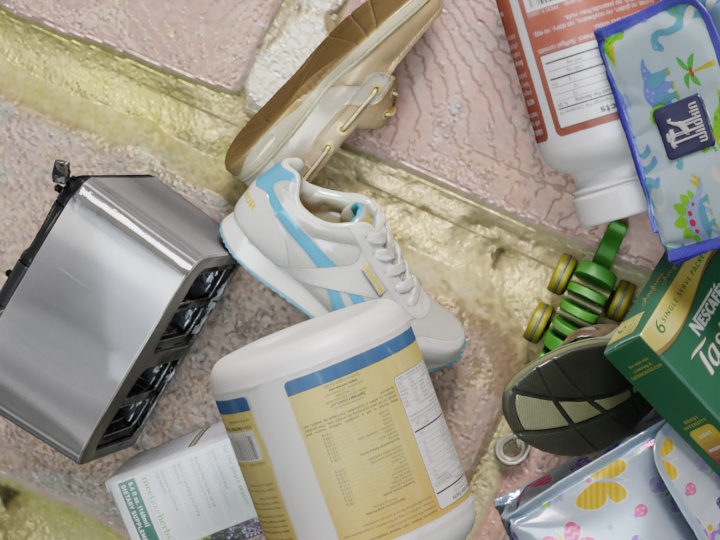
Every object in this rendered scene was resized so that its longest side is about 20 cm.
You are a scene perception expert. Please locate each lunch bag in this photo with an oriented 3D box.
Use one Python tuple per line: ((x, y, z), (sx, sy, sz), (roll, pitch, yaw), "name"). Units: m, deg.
((0.218, 0.190, 1.649), (0.199, 0.127, 0.170), (-28, 91, -2), "lunch bag")
((0.267, -0.112, 1.529), (0.199, 0.127, 0.171), (-18, 87, 23), "lunch bag")

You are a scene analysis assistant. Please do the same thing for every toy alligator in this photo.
((0.145, 0.056, 1.682), (0.059, 0.054, 0.201), (26, 98, 6), "toy alligator")

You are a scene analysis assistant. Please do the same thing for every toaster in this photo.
((-0.183, 0.027, 1.657), (0.118, 0.200, 0.181), (32, 98, 9), "toaster")

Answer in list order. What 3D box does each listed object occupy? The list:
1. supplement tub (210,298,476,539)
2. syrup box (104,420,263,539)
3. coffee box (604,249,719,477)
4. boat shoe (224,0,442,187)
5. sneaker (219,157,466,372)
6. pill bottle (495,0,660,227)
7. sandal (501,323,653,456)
((-0.006, 0.134, 1.585), (0.144, 0.145, 0.201), (-19, 94, 10), "supplement tub")
((-0.076, 0.146, 1.709), (0.199, 0.081, 0.079), (-22, 95, 10), "syrup box")
((0.267, 0.082, 1.615), (0.200, 0.123, 0.044), (47, 141, -10), "coffee box")
((-0.009, -0.127, 1.688), (0.200, 0.074, 0.069), (-44, 111, 9), "boat shoe")
((0.000, 0.000, 1.664), (0.199, 0.077, 0.081), (34, 115, -16), "sneaker")
((0.167, -0.138, 1.634), (0.112, 0.112, 0.201), (-16, 93, 9), "pill bottle")
((0.176, 0.070, 1.642), (0.200, 0.057, 0.080), (-25, 111, -33), "sandal")
